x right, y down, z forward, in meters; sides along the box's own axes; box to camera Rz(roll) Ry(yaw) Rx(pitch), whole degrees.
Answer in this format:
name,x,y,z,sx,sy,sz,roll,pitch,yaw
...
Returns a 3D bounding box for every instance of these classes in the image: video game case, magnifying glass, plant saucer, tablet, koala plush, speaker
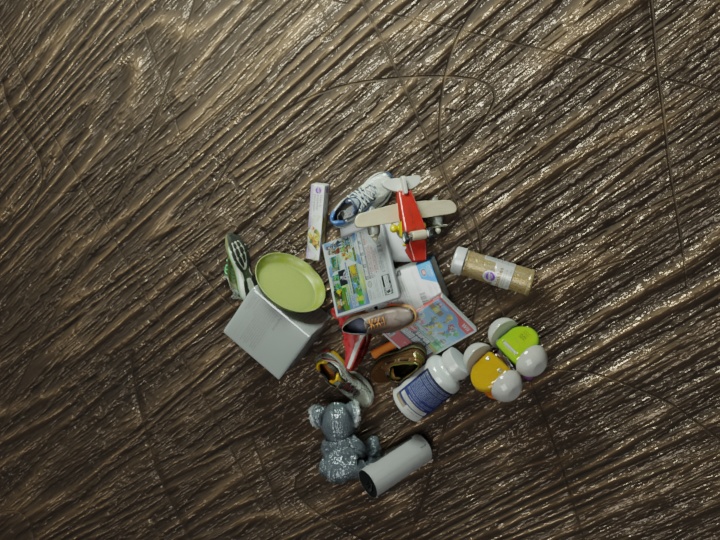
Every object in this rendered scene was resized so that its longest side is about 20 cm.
name,x,y,z,sx,sy,sz,roll,pitch,yaw
video game case,0.176,0.154,1.630,0.199,0.018,0.143,-35,115,28
magnifying glass,0.114,0.182,1.695,0.199,0.022,0.080,-30,93,22
video game case,0.000,0.000,1.629,0.181,0.022,0.202,-19,73,23
plant saucer,-0.187,0.037,1.662,0.200,0.200,0.031,39,127,4
tablet,0.044,-0.085,1.655,0.198,0.014,0.132,-1,103,17
koala plush,-0.051,0.451,1.731,0.176,0.184,0.202,-6,98,18
speaker,0.093,0.517,1.686,0.081,0.199,0.082,35,138,41

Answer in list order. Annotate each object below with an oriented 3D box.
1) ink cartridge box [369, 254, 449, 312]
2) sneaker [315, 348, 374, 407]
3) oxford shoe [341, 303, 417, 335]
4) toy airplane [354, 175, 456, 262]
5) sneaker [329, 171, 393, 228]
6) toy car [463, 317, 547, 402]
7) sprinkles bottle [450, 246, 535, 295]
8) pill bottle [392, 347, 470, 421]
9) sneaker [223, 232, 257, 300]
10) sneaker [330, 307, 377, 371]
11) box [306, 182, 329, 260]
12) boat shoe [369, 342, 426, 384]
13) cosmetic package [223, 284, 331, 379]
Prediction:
name,x,y,z,sx,sy,sz,roll,pitch,yaw
ink cartridge box,0.113,0.050,1.637,0.198,0.068,0.117,-19,97,20
sneaker,-0.048,0.307,1.742,0.200,0.082,0.078,39,110,3
oxford shoe,0.047,0.133,1.599,0.198,0.073,0.072,-15,95,26
toy airplane,0.110,-0.131,1.558,0.199,0.141,0.200,31,67,7
sneaker,0.002,-0.172,1.601,0.200,0.085,0.077,-40,87,15
toy car,0.368,0.232,1.567,0.200,0.175,0.150,-46,130,3
sprinkles bottle,0.324,0.001,1.561,0.198,0.068,0.069,17,108,12
pill bottle,0.188,0.292,1.651,0.111,0.111,0.200,47,112,1
sneaker,-0.354,-0.002,1.768,0.088,0.077,0.202,-9,98,27
sneaker,-0.031,0.162,1.716,0.115,0.078,0.202,22,97,19
box,-0.113,-0.128,1.677,0.038,0.041,0.202,9,105,14
boat shoe,0.088,0.257,1.670,0.072,0.068,0.200,37,131,-15
cosmetic package,-0.220,0.145,1.709,0.200,0.167,0.167,39,111,5
